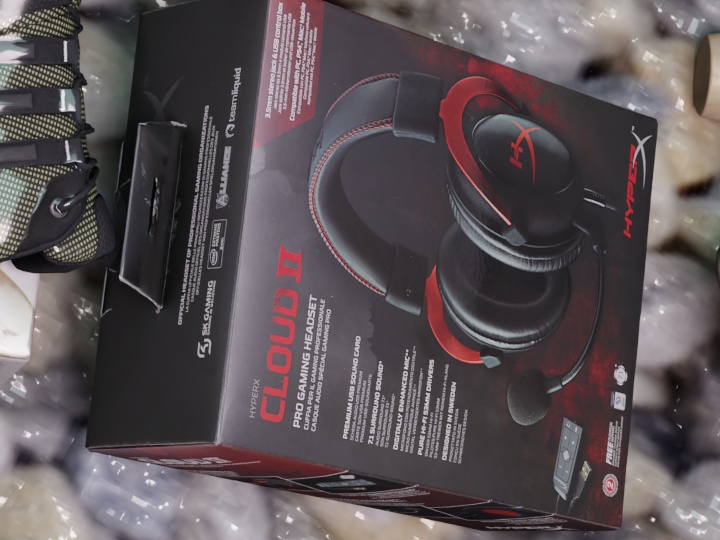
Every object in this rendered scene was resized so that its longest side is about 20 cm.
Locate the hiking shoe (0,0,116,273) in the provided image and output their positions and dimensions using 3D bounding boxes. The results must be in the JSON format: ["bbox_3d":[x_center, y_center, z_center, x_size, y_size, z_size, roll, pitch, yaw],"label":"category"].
[{"bbox_3d":[-0.113,-0.048,0.836,0.101,0.076,0.200,35,80,-20],"label":"hiking shoe"}]

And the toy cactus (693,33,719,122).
[{"bbox_3d":[0.209,-0.064,0.999,0.164,0.102,0.201,3,88,-5],"label":"toy cactus"}]

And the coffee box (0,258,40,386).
[{"bbox_3d":[-0.204,-0.033,0.879,0.199,0.080,0.115,9,78,-14],"label":"coffee box"}]

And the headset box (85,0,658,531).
[{"bbox_3d":[0.000,0.000,0.892,0.200,0.075,0.149,16,75,-39],"label":"headset box"}]

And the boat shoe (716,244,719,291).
[{"bbox_3d":[0.198,0.061,0.966,0.072,0.076,0.200,-32,100,17],"label":"boat shoe"}]
